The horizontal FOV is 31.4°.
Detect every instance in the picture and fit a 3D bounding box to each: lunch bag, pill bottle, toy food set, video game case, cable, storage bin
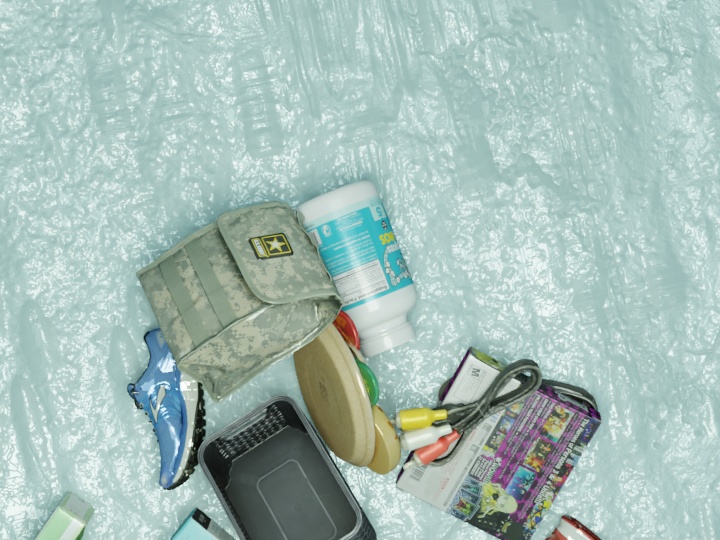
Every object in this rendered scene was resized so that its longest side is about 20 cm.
[{"bbox_3d":[-0.132,0.022,1.462,0.199,0.118,0.164,-34,51,3],"label":"lunch bag"},{"bbox_3d":[0.000,0.000,1.547,0.110,0.111,0.201,-21,90,-4],"label":"pill bottle"},{"bbox_3d":[-0.023,0.135,1.501,0.048,0.200,0.199,-19,107,-20],"label":"toy food set"},{"bbox_3d":[0.166,0.218,1.554,0.181,0.036,0.201,26,108,-2],"label":"video game case"},{"bbox_3d":[0.128,0.177,1.500,0.199,0.050,0.097,-22,114,11],"label":"cable"},{"bbox_3d":[-0.086,0.266,1.500,0.135,0.094,0.200,-32,60,-4],"label":"storage bin"}]

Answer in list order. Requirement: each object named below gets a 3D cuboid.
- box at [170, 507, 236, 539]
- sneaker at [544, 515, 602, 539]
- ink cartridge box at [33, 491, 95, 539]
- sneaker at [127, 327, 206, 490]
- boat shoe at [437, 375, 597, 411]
[{"bbox_3d":[-0.140,0.372,1.539,0.200,0.082,0.049,40,87,-1],"label":"box"},{"bbox_3d":[0.296,0.406,1.579,0.200,0.078,0.116,40,95,11],"label":"sneaker"},{"bbox_3d":[-0.369,0.341,1.466,0.048,0.200,0.146,35,87,-4],"label":"ink cartridge box"},{"bbox_3d":[-0.235,0.165,1.551,0.089,0.079,0.201,-1,80,3],"label":"sneaker"},{"bbox_3d":[0.196,0.159,1.580,0.199,0.057,0.067,6,88,-3],"label":"boat shoe"}]
